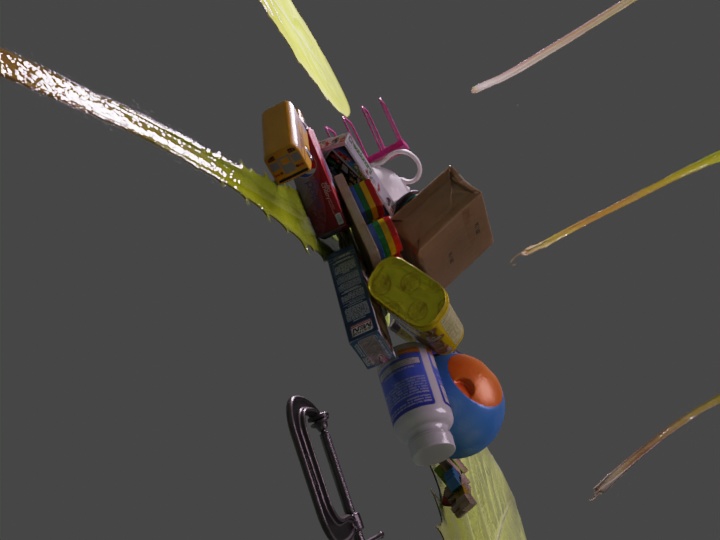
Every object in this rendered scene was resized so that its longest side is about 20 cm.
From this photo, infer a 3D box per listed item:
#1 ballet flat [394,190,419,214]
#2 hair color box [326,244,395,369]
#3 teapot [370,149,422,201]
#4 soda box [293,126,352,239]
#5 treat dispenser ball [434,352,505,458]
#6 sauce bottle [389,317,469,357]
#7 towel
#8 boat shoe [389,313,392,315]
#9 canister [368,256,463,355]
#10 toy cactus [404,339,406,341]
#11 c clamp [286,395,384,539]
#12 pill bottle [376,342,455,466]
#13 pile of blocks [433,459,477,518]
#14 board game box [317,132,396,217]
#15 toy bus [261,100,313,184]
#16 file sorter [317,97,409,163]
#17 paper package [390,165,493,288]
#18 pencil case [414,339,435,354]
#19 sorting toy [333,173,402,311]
[{"bbox_3d":[0.092,-0.107,1.817,0.202,0.072,0.074,84,-8,-51],"label":"ballet flat"},{"bbox_3d":[0.000,0.063,1.552,0.100,0.060,0.202,57,14,-50],"label":"hair color box"},{"bbox_3d":[0.060,-0.137,1.930,0.201,0.143,0.200,100,-1,-60],"label":"teapot"},{"bbox_3d":[-0.084,-0.163,1.611,0.070,0.063,0.203,2,66,-80],"label":"soda box"},{"bbox_3d":[0.183,0.264,1.693,0.201,0.198,0.204,-24,90,-81],"label":"treat dispenser ball"},{"bbox_3d":[0.160,0.163,1.977,0.199,0.065,0.065,36,12,-3],"label":"sauce bottle"},{"bbox_3d":[0.000,0.000,1.797,0.201,0.036,0.150,55,14,-52],"label":"towel"},{"bbox_3d":[0.072,0.006,1.887,0.071,0.071,0.203,-107,-174,-56],"label":"boat shoe"},{"bbox_3d":[0.106,0.070,1.563,0.148,0.087,0.200,34,-8,26],"label":"canister"},{"bbox_3d":[0.164,0.230,2.105,0.200,0.100,0.168,-88,172,-76],"label":"toy cactus"},{"bbox_3d":[-0.036,0.239,1.007,0.171,0.027,0.203,4,64,-75],"label":"c clamp"},{"bbox_3d":[0.103,0.242,1.554,0.112,0.111,0.202,55,16,-53],"label":"pill bottle"},{"bbox_3d":[0.177,0.428,1.730,0.082,0.062,0.200,46,9,-10],"label":"pile of blocks"},{"bbox_3d":[-0.029,-0.176,1.718,0.201,0.124,0.035,54,41,-36],"label":"board game box"},{"bbox_3d":[-0.130,-0.226,1.494,0.079,0.064,0.201,58,13,-36],"label":"toy bus"},{"bbox_3d":[-0.006,-0.293,1.986,0.127,0.198,0.139,63,9,1],"label":"file sorter"},{"bbox_3d":[0.170,-0.078,1.777,0.103,0.190,0.201,43,-9,33],"label":"paper package"},{"bbox_3d":[0.125,0.087,1.840,0.201,0.085,0.085,53,39,-26],"label":"pencil case"},{"bbox_3d":[0.031,-0.061,1.644,0.201,0.069,0.201,72,-5,-55],"label":"sorting toy"}]
